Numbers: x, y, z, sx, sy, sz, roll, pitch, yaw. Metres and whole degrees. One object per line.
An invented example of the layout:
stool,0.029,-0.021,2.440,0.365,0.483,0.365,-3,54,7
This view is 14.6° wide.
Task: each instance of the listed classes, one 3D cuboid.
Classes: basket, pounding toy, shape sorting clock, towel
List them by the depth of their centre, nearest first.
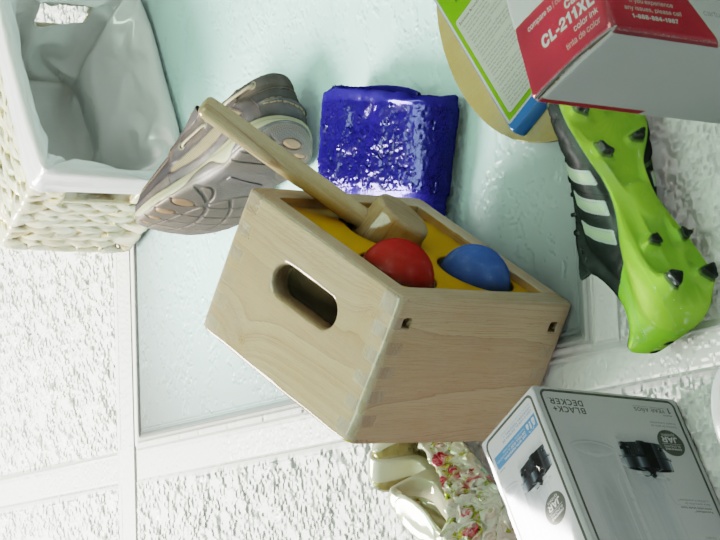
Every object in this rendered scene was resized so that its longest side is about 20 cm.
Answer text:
pounding toy,0.000,0.000,1.787,0.200,0.183,0.143,36,113,40
shape sorting clock,0.114,-0.182,1.792,0.199,0.039,0.201,12,106,49
towel,0.007,-0.028,1.946,0.147,0.049,0.201,7,93,59
basket,-0.239,-0.121,2.281,0.124,0.135,0.201,-54,44,45

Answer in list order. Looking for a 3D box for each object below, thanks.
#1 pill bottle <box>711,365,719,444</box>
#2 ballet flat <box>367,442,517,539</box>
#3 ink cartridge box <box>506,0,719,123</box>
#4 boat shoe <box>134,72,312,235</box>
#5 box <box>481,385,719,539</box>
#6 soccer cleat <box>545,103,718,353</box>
pill bottle,0.279,0.039,1.425,0.200,0.119,0.120,-49,48,46
ballet flat,0.042,0.134,1.841,0.200,0.064,0.076,-133,40,-56
ink cartridge box,0.154,-0.196,1.627,0.083,0.145,0.201,-43,52,47
boat shoe,-0.101,-0.087,2.123,0.200,0.074,0.074,-29,52,45
box,0.158,0.167,1.614,0.060,0.116,0.201,-51,47,37
soccer cleat,0.149,-0.044,1.694,0.081,0.067,0.201,-51,52,47
